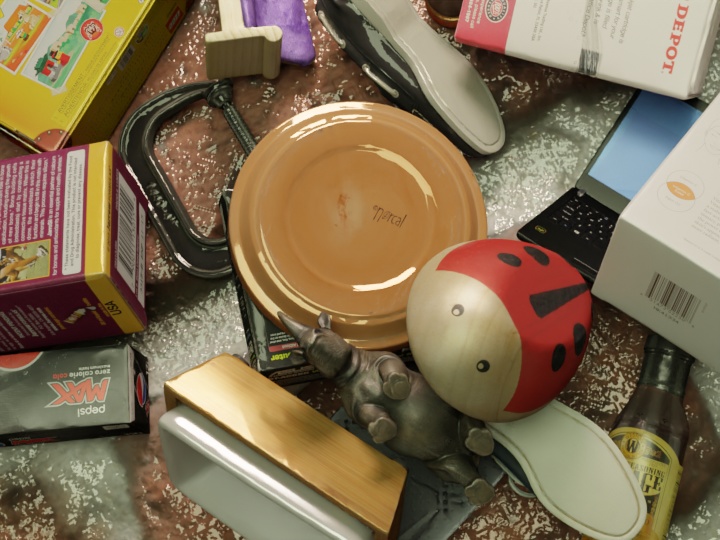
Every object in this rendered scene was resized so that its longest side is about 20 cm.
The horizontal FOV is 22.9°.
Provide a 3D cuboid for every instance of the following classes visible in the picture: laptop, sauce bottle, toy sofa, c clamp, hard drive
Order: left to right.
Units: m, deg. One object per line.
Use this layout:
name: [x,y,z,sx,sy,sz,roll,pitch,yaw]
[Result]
c clamp: [-0.107,-0.084,1.505,0.171,0.027,0.200,-38,74,6]
toy sofa: [-0.094,-0.268,1.500,0.097,0.083,0.201,-6,74,-6]
hard drive: [0.033,0.157,1.416,0.135,0.042,0.200,43,86,15]
sauce bottle: [0.217,0.149,1.379,0.066,0.066,0.201,11,79,11]
laptop: [0.249,-0.050,1.399,0.177,0.200,0.104,32,120,15]

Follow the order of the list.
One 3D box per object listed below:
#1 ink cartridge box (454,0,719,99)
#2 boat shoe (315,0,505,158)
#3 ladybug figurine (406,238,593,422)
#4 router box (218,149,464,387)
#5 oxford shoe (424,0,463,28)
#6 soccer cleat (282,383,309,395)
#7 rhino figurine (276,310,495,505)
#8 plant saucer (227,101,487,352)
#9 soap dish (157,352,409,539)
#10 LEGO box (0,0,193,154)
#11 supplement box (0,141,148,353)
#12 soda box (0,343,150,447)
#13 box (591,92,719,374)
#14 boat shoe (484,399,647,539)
ink cartridge box: [0.193,-0.231,1.432,0.199,0.084,0.146,16,101,17]
boat shoe: [0.039,-0.167,1.481,0.200,0.074,0.060,48,129,0]
ladybug figurine: [0.110,0.035,1.289,0.072,0.200,0.136,-30,87,35]
router box: [0.000,0.000,1.389,0.199,0.062,0.151,-10,72,-9]
oxford shoe: [0.073,-0.311,1.502,0.071,0.073,0.201,-11,75,7]
soccer cleat: [-0.022,0.047,1.439,0.085,0.069,0.200,30,79,18]
rhino figurine: [0.017,0.091,1.287,0.200,0.087,0.060,36,94,-12]
plant saucer: [-0.001,-0.036,1.351,0.199,0.032,0.201,2,73,-6]
soap dish: [-0.054,0.156,1.334,0.199,0.158,0.081,32,66,15]
LEGO box: [-0.257,-0.203,1.526,0.148,0.077,0.201,30,83,14]
supplement box: [-0.282,-0.012,1.453,0.199,0.103,0.132,-8,60,10]
soda box: [-0.277,0.106,1.466,0.199,0.063,0.071,-6,76,7]
box: [0.282,-0.040,1.330,0.124,0.098,0.200,33,57,15]
boat shoe: [0.135,0.134,1.354,0.200,0.062,0.075,36,84,15]
